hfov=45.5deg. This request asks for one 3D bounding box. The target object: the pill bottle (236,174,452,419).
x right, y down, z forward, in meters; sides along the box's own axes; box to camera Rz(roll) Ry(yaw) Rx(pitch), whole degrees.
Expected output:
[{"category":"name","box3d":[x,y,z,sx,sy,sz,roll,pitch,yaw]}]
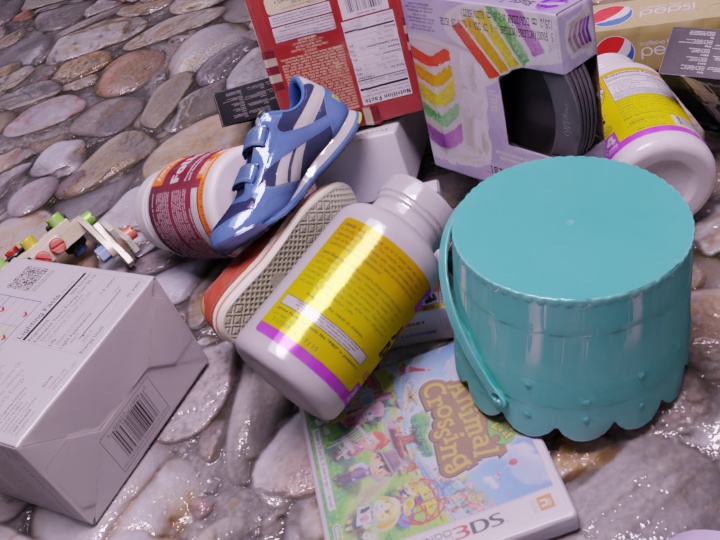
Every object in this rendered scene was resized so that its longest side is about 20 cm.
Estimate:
[{"category":"pill bottle","box3d":[-0.005,0.017,0.716,0.104,0.104,0.200,25,70,42]}]

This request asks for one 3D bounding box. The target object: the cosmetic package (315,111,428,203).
[{"category":"cosmetic package","box3d":[0.014,-0.147,0.962,0.101,0.071,0.200,-11,26,15]}]

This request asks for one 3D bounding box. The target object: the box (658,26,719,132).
[{"category":"box","box3d":[0.394,-0.162,0.775,0.200,0.158,0.050,17,89,37]}]

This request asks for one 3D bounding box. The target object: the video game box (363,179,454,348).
[{"category":"video game box","box3d":[0.000,0.000,0.856,0.182,0.047,0.200,-14,39,13]}]

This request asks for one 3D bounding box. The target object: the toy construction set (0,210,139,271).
[{"category":"toy construction set","box3d":[-0.360,-0.012,0.996,0.200,0.092,0.131,-28,14,-20]}]

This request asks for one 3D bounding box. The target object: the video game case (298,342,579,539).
[{"category":"video game case","box3d":[0.050,0.147,0.681,0.182,0.022,0.200,-20,39,2]}]

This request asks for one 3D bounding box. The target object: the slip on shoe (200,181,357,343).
[{"category":"slip on shoe","box3d":[-0.077,-0.015,0.823,0.061,0.074,0.200,20,60,44]}]

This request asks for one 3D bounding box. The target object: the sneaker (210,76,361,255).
[{"category":"sneaker","box3d":[-0.085,-0.100,0.810,0.200,0.082,0.074,-53,18,-22]}]

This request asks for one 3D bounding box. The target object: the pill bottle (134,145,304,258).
[{"category":"pill bottle","box3d":[-0.159,-0.070,0.922,0.200,0.114,0.114,1,41,52]}]

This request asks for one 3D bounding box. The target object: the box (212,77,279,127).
[{"category":"box","box3d":[-0.073,-0.236,1.107,0.200,0.044,0.160,-15,11,8]}]

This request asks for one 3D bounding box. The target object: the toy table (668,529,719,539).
[{"category":"toy table","box3d":[0.197,0.231,0.416,0.117,0.184,0.200,-24,27,-30]}]

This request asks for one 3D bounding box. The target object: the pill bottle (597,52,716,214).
[{"category":"pill bottle","box3d":[0.266,-0.136,0.844,0.104,0.104,0.200,-14,39,9]}]

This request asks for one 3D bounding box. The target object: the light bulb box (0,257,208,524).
[{"category":"light bulb box","box3d":[-0.292,0.103,0.806,0.200,0.125,0.198,7,47,31]}]

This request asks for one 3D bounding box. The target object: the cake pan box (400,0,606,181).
[{"category":"cake pan box","box3d":[0.132,-0.161,0.771,0.052,0.184,0.200,-35,39,-24]}]

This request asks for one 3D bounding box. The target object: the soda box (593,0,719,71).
[{"category":"soda box","box3d":[0.333,-0.275,1.007,0.200,0.064,0.068,-2,43,24]}]

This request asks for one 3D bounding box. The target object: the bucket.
[{"category":"bucket","box3d":[0.163,0.013,0.675,0.207,0.135,0.207,-6,39,5]}]

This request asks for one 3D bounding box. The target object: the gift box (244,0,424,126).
[{"category":"gift box","box3d":[-0.011,-0.267,0.915,0.184,0.200,0.187,-9,25,6]}]

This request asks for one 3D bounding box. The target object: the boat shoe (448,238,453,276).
[{"category":"boat shoe","box3d":[0.136,-0.055,0.841,0.065,0.072,0.200,10,45,40]}]
